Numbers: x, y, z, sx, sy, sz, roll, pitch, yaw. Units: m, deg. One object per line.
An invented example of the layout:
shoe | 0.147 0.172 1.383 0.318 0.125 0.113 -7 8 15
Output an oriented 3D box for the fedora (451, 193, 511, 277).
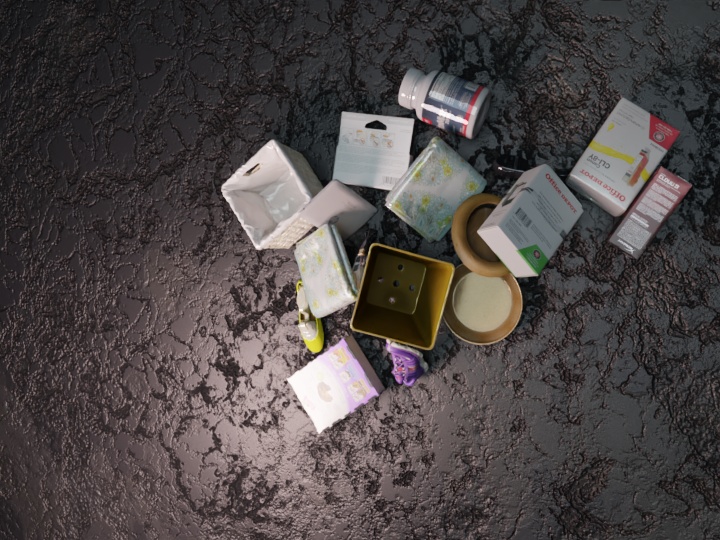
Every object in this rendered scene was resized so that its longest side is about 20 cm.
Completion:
fedora | 0.292 -0.075 1.436 0.196 0.082 0.205 2 73 -7

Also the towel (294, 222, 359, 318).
towel | -0.089 0.002 1.534 0.170 0.048 0.204 -29 78 51

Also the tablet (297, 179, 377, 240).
tablet | -0.052 -0.142 1.515 0.130 0.199 0.014 -40 56 15

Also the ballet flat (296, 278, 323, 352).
ballet flat | -0.139 0.117 1.621 0.065 0.067 0.205 -4 92 21

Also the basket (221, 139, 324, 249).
basket | -0.206 -0.185 1.570 0.197 0.160 0.202 -38 77 17

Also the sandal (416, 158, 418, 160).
sandal | 0.144 -0.228 1.507 0.045 0.075 0.203 34 106 29

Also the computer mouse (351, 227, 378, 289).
computer mouse | 0.000 0.000 1.539 0.043 0.111 0.202 18 134 -2

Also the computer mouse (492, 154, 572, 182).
computer mouse | 0.403 -0.227 1.437 0.196 0.059 0.034 15 138 13

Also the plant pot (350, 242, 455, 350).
plant pot | 0.092 0.047 1.466 0.196 0.176 0.204 14 97 -3

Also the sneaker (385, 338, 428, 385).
sneaker | 0.106 0.224 1.474 0.080 0.201 0.084 26 73 35

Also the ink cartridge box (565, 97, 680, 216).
ink cartridge box | 0.563 -0.242 1.341 0.144 0.083 0.202 35 94 12

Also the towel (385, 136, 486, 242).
towel | 0.176 -0.183 1.457 0.170 0.048 0.201 34 105 -23

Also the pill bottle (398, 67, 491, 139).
pill bottle | 0.195 -0.398 1.453 0.197 0.119 0.122 25 100 16

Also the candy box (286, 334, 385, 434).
candy box | -0.064 0.294 1.604 0.199 0.071 0.169 -35 82 16

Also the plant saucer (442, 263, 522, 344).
plant saucer | 0.290 0.075 1.491 0.196 0.035 0.205 1 92 18

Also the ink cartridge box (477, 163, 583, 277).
ink cartridge box | 0.375 -0.108 1.360 0.146 0.084 0.200 46 70 -13

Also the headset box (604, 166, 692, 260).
headset box | 0.611 -0.127 1.313 0.075 0.148 0.202 35 104 14

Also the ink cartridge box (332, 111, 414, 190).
ink cartridge box | 0.035 -0.296 1.552 0.196 0.043 0.177 10 96 18
